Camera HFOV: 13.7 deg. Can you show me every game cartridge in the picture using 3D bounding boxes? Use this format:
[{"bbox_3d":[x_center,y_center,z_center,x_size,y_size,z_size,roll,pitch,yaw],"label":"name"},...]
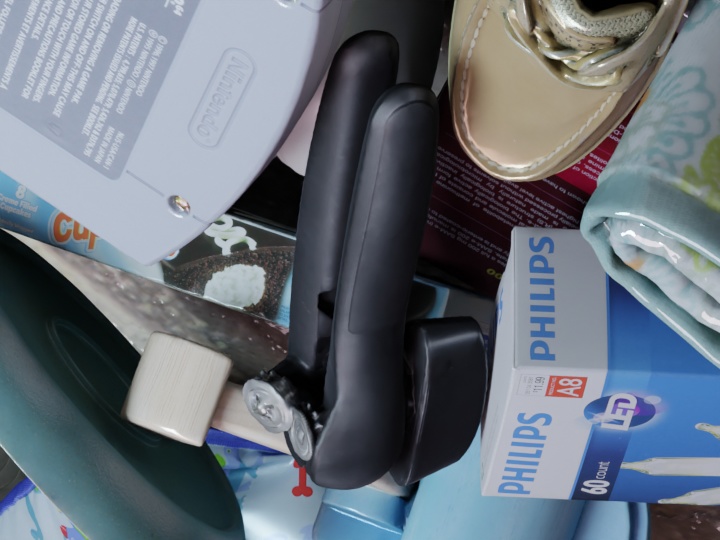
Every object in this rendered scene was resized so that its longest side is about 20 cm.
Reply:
[{"bbox_3d":[-0.073,-0.088,0.957,0.133,0.040,0.200,37,142,4],"label":"game cartridge"}]

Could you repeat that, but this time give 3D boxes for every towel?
[{"bbox_3d":[0.177,-0.019,0.927,0.200,0.171,0.048,39,148,-14],"label":"towel"}]

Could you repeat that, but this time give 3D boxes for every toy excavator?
[{"bbox_3d":[0.017,0.078,1.166,0.194,0.100,0.200,20,173,11],"label":"toy excavator"}]

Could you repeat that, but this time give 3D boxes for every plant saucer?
[{"bbox_3d":[-0.107,0.049,1.159,0.200,0.027,0.200,48,-173,-8],"label":"plant saucer"}]

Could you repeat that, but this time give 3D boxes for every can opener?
[{"bbox_3d":[0.000,0.000,1.019,0.063,0.078,0.200,44,148,37],"label":"can opener"}]

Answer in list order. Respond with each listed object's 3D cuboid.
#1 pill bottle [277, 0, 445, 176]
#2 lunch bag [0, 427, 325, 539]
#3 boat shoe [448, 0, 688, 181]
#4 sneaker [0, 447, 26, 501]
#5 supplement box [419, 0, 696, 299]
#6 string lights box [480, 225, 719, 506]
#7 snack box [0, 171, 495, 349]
[{"bbox_3d":[-0.079,-0.096,1.071,0.199,0.117,0.117,15,144,23],"label":"pill bottle"},{"bbox_3d":[-0.067,0.141,1.363,0.200,0.128,0.170,28,148,-14],"label":"lunch bag"},{"bbox_3d":[0.068,-0.091,0.911,0.072,0.065,0.200,29,137,1],"label":"boat shoe"},{"bbox_3d":[-0.228,0.114,1.494,0.199,0.075,0.106,27,144,3],"label":"sneaker"},{"bbox_3d":[0.086,-0.056,1.047,0.109,0.061,0.200,30,146,0],"label":"supplement box"},{"bbox_3d":[0.146,0.037,1.051,0.199,0.059,0.103,2,151,-3],"label":"string lights box"},{"bbox_3d":[-0.041,-0.002,1.177,0.199,0.037,0.116,19,-179,20],"label":"snack box"}]
